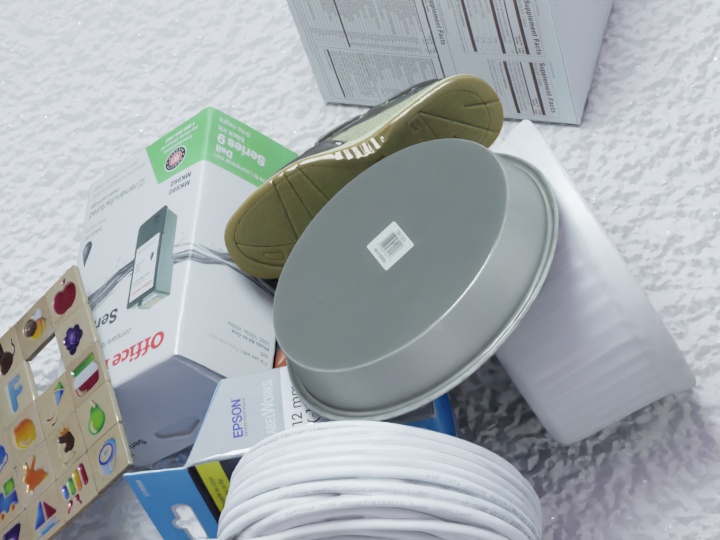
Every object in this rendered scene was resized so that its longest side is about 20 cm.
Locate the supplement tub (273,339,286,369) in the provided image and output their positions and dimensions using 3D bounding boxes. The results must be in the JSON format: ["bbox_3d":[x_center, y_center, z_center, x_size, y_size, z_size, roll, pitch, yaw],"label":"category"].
[{"bbox_3d":[0.000,0.000,1.553,0.106,0.107,0.201,-4,56,13],"label":"supplement tub"}]

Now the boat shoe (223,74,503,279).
[{"bbox_3d":[0.002,-0.063,1.495,0.200,0.072,0.066,-33,11,4],"label":"boat shoe"}]

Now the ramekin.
[{"bbox_3d":[0.120,0.013,1.461,0.097,0.201,0.201,-32,54,3],"label":"ramekin"}]

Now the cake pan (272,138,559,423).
[{"bbox_3d":[0.026,-0.001,1.374,0.200,0.037,0.201,-27,38,23],"label":"cake pan"}]

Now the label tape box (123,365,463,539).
[{"bbox_3d":[-0.036,0.121,1.458,0.199,0.144,0.066,-10,55,8],"label":"label tape box"}]

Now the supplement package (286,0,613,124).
[{"bbox_3d":[0.069,-0.215,1.652,0.199,0.151,0.152,6,58,20],"label":"supplement package"}]

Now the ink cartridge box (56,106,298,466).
[{"bbox_3d":[-0.125,0.012,1.556,0.146,0.084,0.201,-29,44,40],"label":"ink cartridge box"}]

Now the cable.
[{"bbox_3d":[0.013,0.163,1.382,0.199,0.200,0.070,-25,45,37],"label":"cable"}]

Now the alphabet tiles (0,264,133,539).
[{"bbox_3d":[-0.233,0.119,1.533,0.200,0.008,0.168,-43,49,27],"label":"alphabet tiles"}]
